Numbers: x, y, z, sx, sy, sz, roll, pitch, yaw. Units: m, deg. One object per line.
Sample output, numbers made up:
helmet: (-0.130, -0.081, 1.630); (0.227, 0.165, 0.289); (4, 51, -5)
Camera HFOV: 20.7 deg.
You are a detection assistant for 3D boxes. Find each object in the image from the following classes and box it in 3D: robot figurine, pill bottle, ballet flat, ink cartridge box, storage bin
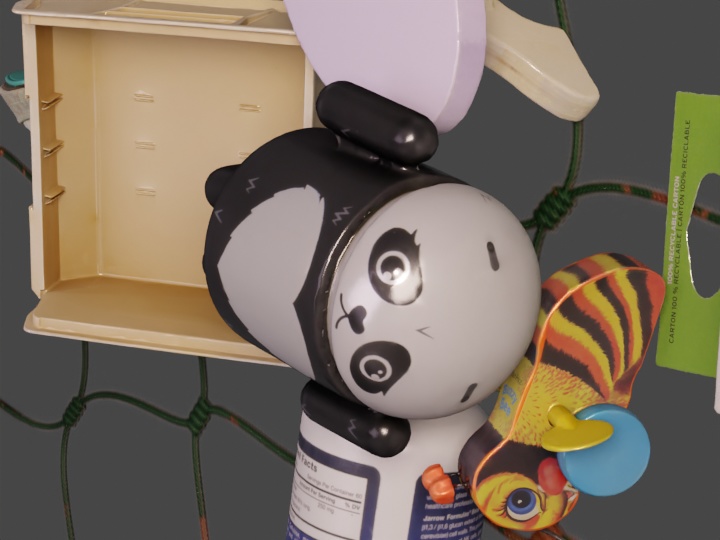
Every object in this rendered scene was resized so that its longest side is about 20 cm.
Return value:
robot figurine: (-0.001, -0.001, 0.992); (0.125, 0.150, 0.200); (-47, 41, -15)
pill bottle: (0.016, 0.126, 1.111); (0.111, 0.111, 0.201); (23, 110, 50)
ballet flat: (-0.198, -0.106, 1.326); (0.200, 0.067, 0.063); (-168, 71, -67)
ink cartridge box: (0.191, -0.007, 0.902); (0.200, 0.076, 0.148); (10, 100, 51)
storage bin: (-0.111, -0.062, 1.184); (0.198, 0.094, 0.201); (6, 110, 14)

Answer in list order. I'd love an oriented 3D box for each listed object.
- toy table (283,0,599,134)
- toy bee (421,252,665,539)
toy table: (0.044, -0.161, 1.057); (0.184, 0.117, 0.201); (-37, 63, 47)
toy bee: (0.090, 0.089, 0.998); (0.131, 0.108, 0.201); (149, 125, -74)
